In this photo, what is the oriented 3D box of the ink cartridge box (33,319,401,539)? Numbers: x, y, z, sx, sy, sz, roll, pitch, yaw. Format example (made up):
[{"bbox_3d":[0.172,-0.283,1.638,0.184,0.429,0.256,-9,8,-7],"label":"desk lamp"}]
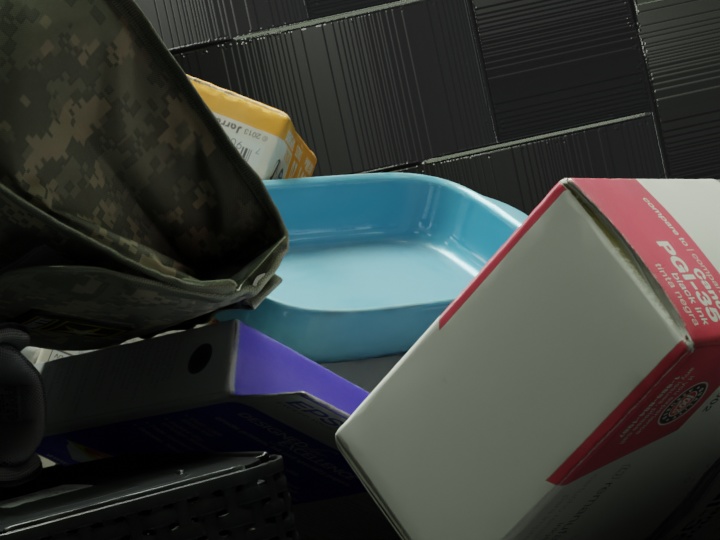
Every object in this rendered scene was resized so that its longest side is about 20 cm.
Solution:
[{"bbox_3d":[-0.015,0.081,1.054,0.198,0.044,0.200,30,-26,-36],"label":"ink cartridge box"}]

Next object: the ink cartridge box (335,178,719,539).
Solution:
[{"bbox_3d":[0.111,0.040,0.945,0.200,0.083,0.147,-2,-41,-52],"label":"ink cartridge box"}]

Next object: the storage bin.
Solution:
[{"bbox_3d":[-0.113,0.128,0.936,0.135,0.094,0.200,-13,3,-26],"label":"storage bin"}]

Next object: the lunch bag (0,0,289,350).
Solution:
[{"bbox_3d":[-0.135,-0.041,0.988,0.118,0.200,0.164,-52,14,-24],"label":"lunch bag"}]

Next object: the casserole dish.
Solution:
[{"bbox_3d":[0.000,0.000,1.116,0.200,0.039,0.121,-6,31,-38],"label":"casserole dish"}]

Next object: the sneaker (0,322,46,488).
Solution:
[{"bbox_3d":[-0.180,0.059,1.008,0.113,0.076,0.200,-6,3,3],"label":"sneaker"}]

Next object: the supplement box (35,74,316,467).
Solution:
[{"bbox_3d":[-0.094,0.015,1.202,0.073,0.201,0.126,21,-4,7],"label":"supplement box"}]

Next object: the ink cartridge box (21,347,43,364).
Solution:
[{"bbox_3d":[-0.195,0.111,1.237,0.050,0.200,0.161,23,6,6],"label":"ink cartridge box"}]

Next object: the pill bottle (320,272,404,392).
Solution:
[{"bbox_3d":[-0.006,0.065,1.249,0.114,0.114,0.200,-12,-11,2],"label":"pill bottle"}]
